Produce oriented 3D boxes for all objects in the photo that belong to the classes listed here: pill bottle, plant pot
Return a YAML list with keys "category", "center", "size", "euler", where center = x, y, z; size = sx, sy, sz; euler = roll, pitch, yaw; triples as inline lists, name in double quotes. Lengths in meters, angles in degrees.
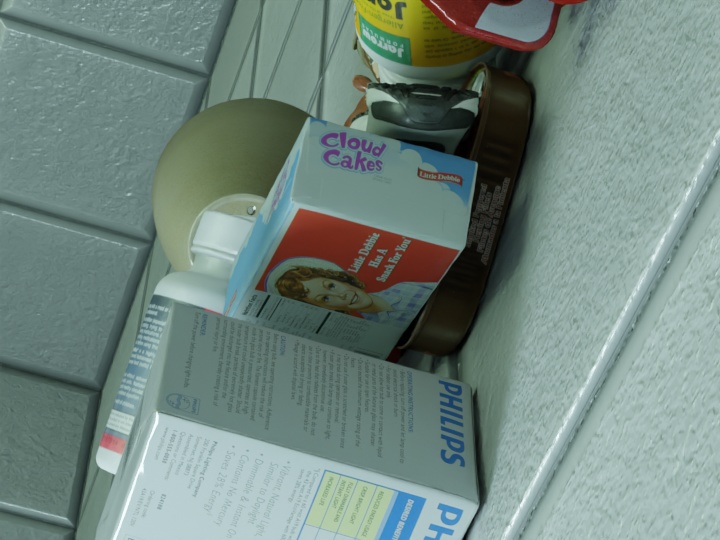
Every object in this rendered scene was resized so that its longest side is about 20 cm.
- category: "pill bottle"
  center: [0.048, -0.203, 1.417]
  size: [0.200, 0.113, 0.113]
  euler: [84, -170, -48]
- category: "pill bottle"
  center: [-0.103, 0.064, 1.491]
  size: [0.120, 0.120, 0.200]
  euler: [171, 118, -79]
- category: "plant pot"
  center: [-0.097, -0.041, 1.787]
  size: [0.200, 0.187, 0.187]
  euler: [-88, 16, -77]

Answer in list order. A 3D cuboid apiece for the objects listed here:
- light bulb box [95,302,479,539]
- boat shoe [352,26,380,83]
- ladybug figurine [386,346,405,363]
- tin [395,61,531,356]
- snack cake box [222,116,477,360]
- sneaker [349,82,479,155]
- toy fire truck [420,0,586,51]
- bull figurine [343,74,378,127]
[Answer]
- category: "light bulb box"
  center: [-0.052, 0.152, 1.290]
  size: [0.125, 0.200, 0.198]
  euler: [-88, 17, -57]
- category: "boat shoe"
  center: [0.024, -0.201, 1.710]
  size: [0.074, 0.076, 0.200]
  euler: [-48, 17, 13]
- category: "ladybug figurine"
  center: [0.000, 0.000, 1.540]
  size: [0.136, 0.072, 0.200]
  euler: [-24, 59, 56]
- category: "tin"
  center: [0.068, -0.040, 1.394]
  size: [0.112, 0.042, 0.200]
  euler: [-156, 81, -76]
- category: "snack cake box"
  center: [-0.012, -0.011, 1.355]
  size: [0.200, 0.115, 0.067]
  euler: [123, 160, -58]
- category: "sneaker"
  center: [0.033, -0.077, 1.372]
  size: [0.200, 0.074, 0.079]
  euler: [124, 151, -78]
- category: "toy fire truck"
  center: [0.080, -0.244, 1.267]
  size: [0.112, 0.168, 0.200]
  euler: [-163, 89, -80]
- category: "bull figurine"
  center: [0.012, -0.083, 1.683]
  size: [0.200, 0.065, 0.121]
  euler: [-95, 19, -68]
